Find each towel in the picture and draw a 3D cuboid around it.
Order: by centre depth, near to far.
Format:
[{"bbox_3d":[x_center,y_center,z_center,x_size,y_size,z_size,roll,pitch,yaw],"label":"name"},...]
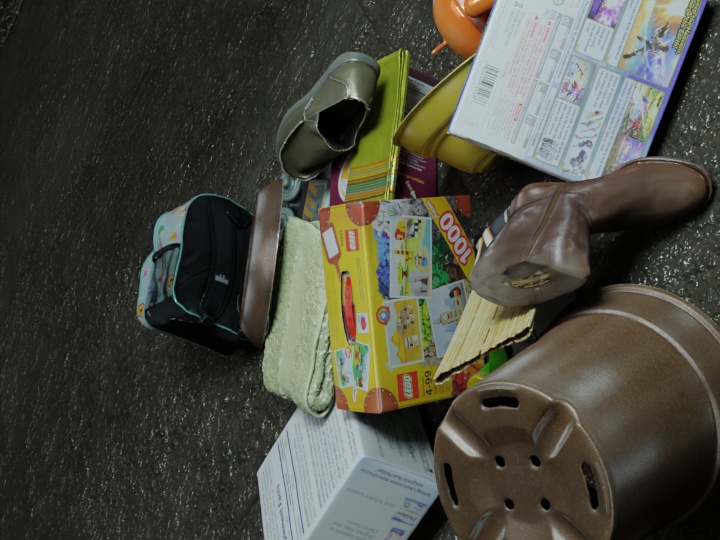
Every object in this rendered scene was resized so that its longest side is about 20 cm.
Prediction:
[{"bbox_3d":[-0.061,0.047,1.165,0.148,0.036,0.204,14,98,61],"label":"towel"},{"bbox_3d":[0.014,-0.147,1.215,0.085,0.018,0.204,-10,68,51],"label":"towel"}]

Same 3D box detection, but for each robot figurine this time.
[{"bbox_3d":[0.155,-0.298,1.125,0.200,0.116,0.145,-43,37,27],"label":"robot figurine"}]

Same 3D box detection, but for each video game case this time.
[{"bbox_3d":[0.197,-0.189,0.986,0.045,0.179,0.203,-72,3,-84],"label":"video game case"}]

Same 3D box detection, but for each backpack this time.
[{"bbox_3d":[-0.216,0.003,1.499,0.152,0.174,0.204,-19,58,46],"label":"backpack"}]

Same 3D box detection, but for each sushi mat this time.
[{"bbox_3d":[0.120,0.029,0.917,0.095,0.012,0.200,-30,12,27],"label":"sushi mat"}]

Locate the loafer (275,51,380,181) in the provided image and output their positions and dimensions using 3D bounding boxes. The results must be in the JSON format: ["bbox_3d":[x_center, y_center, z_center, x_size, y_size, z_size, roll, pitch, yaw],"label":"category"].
[{"bbox_3d":[-0.044,-0.164,1.235,0.200,0.074,0.071,128,152,-46],"label":"loafer"}]

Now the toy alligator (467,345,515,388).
[{"bbox_3d":[0.126,0.147,1.062,0.054,0.059,0.202,34,128,21],"label":"toy alligator"}]

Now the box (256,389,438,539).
[{"bbox_3d":[-0.018,0.227,1.157,0.201,0.104,0.185,-57,24,23],"label":"box"}]

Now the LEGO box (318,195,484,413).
[{"bbox_3d":[0.044,0.031,1.089,0.077,0.147,0.204,-4,92,52],"label":"LEGO box"}]

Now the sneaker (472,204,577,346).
[{"bbox_3d":[0.160,0.027,1.037,0.079,0.078,0.202,-42,34,30],"label":"sneaker"}]

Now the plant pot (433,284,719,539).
[{"bbox_3d":[0.170,0.130,0.812,0.198,0.197,0.204,12,109,37],"label":"plant pot"}]

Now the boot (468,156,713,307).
[{"bbox_3d":[0.194,-0.030,0.882,0.183,0.200,0.065,-10,107,22],"label":"boot"}]

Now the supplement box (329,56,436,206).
[{"bbox_3d":[0.027,-0.135,1.282,0.110,0.085,0.204,-24,58,48],"label":"supplement box"}]

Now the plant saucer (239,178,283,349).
[{"bbox_3d":[-0.118,-0.010,1.264,0.200,0.031,0.204,-172,90,-84],"label":"plant saucer"}]

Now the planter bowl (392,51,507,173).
[{"bbox_3d":[0.135,-0.159,1.102,0.200,0.199,0.084,-42,81,38],"label":"planter bowl"}]

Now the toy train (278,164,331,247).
[{"bbox_3d":[-0.058,-0.051,1.383,0.113,0.085,0.204,4,79,44],"label":"toy train"}]

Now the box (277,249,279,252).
[{"bbox_3d":[0.000,0.000,1.231,0.199,0.122,0.048,-5,49,53],"label":"box"}]
